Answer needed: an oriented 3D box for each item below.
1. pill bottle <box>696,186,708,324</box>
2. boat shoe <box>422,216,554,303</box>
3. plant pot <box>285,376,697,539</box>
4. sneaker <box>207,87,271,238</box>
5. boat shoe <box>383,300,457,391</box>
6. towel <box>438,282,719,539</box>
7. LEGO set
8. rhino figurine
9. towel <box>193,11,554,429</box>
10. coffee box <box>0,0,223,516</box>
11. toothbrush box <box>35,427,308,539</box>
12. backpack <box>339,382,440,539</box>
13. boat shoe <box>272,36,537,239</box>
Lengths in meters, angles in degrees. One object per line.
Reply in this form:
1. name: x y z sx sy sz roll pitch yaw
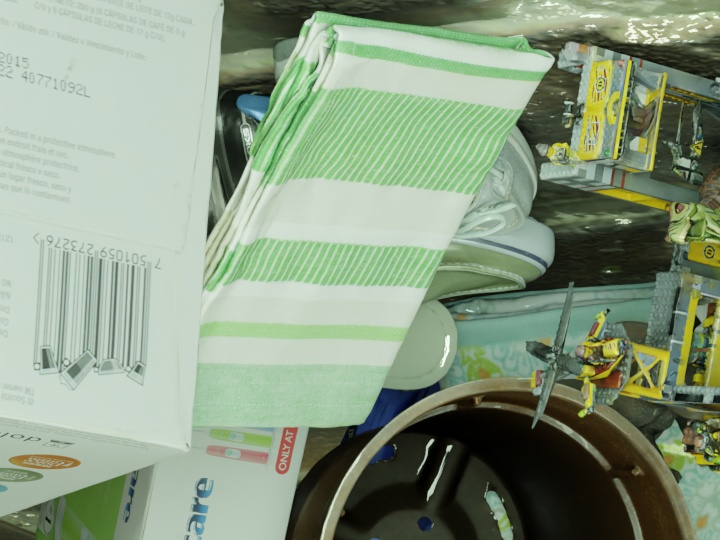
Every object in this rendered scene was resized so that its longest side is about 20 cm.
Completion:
1. pill bottle: 0.238 0.015 1.429 0.112 0.113 0.200 -6 160 25
2. boat shoe: 0.000 0.000 1.496 0.199 0.062 0.072 1 163 4
3. plant pot: 0.048 0.155 1.513 0.199 0.202 0.198 7 177 -15
4. sneaker: -0.078 -0.020 1.393 0.082 0.071 0.200 20 138 -6
5. boat shoe: -0.050 0.021 1.557 0.201 0.073 0.060 14 178 -10
6. towel: 0.145 0.092 1.619 0.199 0.172 0.048 -4 -161 21
7. LEGO set: 0.136 -0.019 1.234 0.115 0.201 0.154 13 -179 -27
8. rhino figurine: 0.148 0.069 1.500 0.060 0.088 0.200 -27 173 -23
9. towel: -0.007 -0.016 1.251 0.152 0.201 0.023 1 -148 -48
10. coffee box: -0.195 -0.018 1.226 0.199 0.201 0.197 13 161 -31
11. toothbrush box: -0.107 0.111 1.618 0.086 0.147 0.200 10 -174 -20
12. backpack: 0.066 0.143 1.788 0.167 0.163 0.200 11 163 -8
13. boat shoe: 0.021 -0.048 1.330 0.074 0.065 0.202 -5 161 24
